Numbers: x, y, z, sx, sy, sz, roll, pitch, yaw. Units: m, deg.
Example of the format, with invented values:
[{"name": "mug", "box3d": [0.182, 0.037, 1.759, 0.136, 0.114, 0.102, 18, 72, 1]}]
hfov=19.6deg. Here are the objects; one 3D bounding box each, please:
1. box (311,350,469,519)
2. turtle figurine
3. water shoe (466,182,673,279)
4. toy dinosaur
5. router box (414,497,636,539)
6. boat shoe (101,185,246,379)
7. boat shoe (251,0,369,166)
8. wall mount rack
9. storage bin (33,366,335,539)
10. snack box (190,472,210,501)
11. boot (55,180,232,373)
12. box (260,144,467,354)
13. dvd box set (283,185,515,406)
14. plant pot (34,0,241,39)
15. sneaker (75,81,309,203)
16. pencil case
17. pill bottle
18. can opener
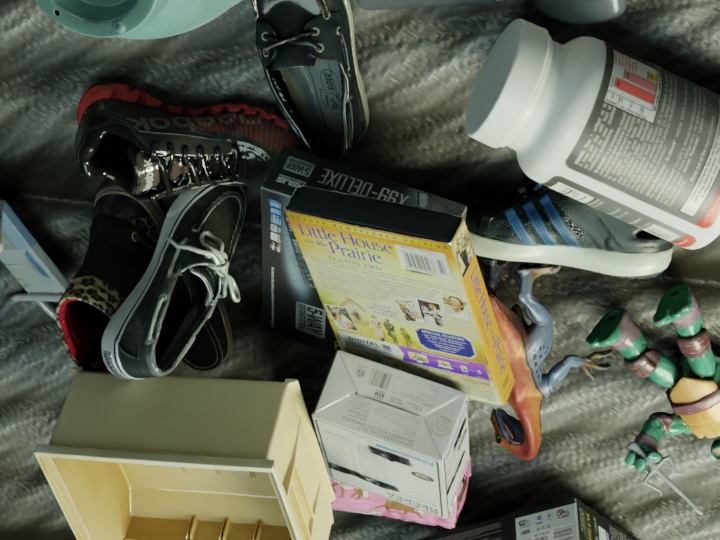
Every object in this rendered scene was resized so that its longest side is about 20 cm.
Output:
[{"name": "box", "box3d": [0.029, 0.139, 1.730, 0.116, 0.061, 0.200, 18, 163, 9]}, {"name": "turtle figurine", "box3d": [0.280, 0.111, 1.726, 0.149, 0.101, 0.201, -30, 109, 17]}, {"name": "water shoe", "box3d": [0.153, -0.047, 1.664, 0.198, 0.072, 0.080, 9, 104, 9]}, {"name": "toy dinosaur", "box3d": [0.117, 0.078, 1.713, 0.104, 0.199, 0.183, 9, 107, 34]}, {"name": "router box", "box3d": [0.146, 0.276, 1.892, 0.199, 0.053, 0.157, -18, 147, 27]}, {"name": "boat shoe", "box3d": [-0.135, 0.003, 1.679, 0.068, 0.200, 0.074, -1, 134, 42]}, {"name": "boat shoe", "box3d": [-0.044, -0.165, 1.605, 0.074, 0.066, 0.200, -1, 128, 16]}, {"name": "wall mount rack", "box3d": [-0.298, 0.001, 1.780, 0.173, 0.075, 0.200, 1, 135, 50]}, {"name": "storage bin", "box3d": [-0.136, 0.177, 1.711, 0.198, 0.094, 0.199, 2, 139, 15]}, {"name": "snack box", "box3d": [-0.141, 0.197, 1.892, 0.142, 0.053, 0.201, 29, 149, 50]}, {"name": "boot", "box3d": [-0.183, 0.041, 1.758, 0.073, 0.151, 0.201, -10, 126, 22]}, {"name": "box", "box3d": [0.000, 0.000, 1.685, 0.157, 0.050, 0.201, 19, 146, 11]}, {"name": "dvd box set", "box3d": [0.032, 0.021, 1.612, 0.145, 0.030, 0.201, 11, 144, 28]}, {"name": "plant pot", "box3d": [-0.170, -0.249, 1.503, 0.199, 0.134, 0.202, 13, 126, 18]}, {"name": "sneaker", "box3d": [-0.139, -0.093, 1.672, 0.199, 0.098, 0.071, 10, 129, 6]}, {"name": "pencil case", "box3d": [0.002, 0.178, 1.871, 0.198, 0.084, 0.087, 9, 175, 8]}, {"name": "pill bottle", "box3d": [0.187, -0.104, 1.552, 0.199, 0.116, 0.116, 23, 131, -11]}, {"name": "can opener", "box3d": [0.096, -0.205, 1.544, 0.198, 0.054, 0.067, -1, 128, 17]}]
